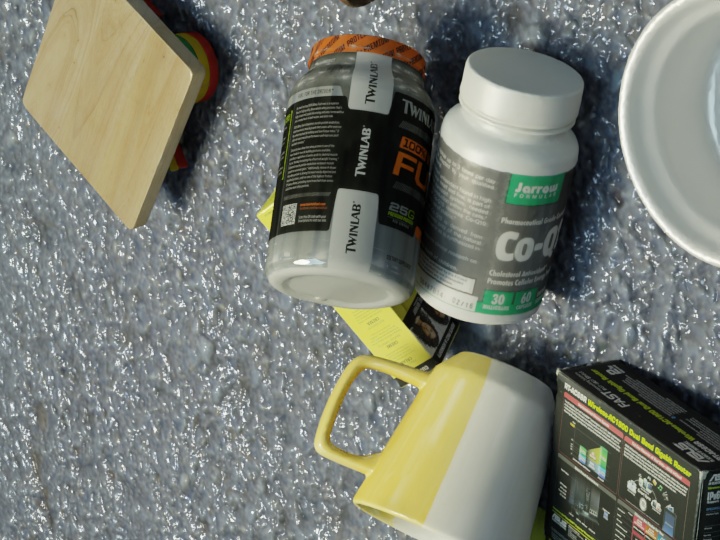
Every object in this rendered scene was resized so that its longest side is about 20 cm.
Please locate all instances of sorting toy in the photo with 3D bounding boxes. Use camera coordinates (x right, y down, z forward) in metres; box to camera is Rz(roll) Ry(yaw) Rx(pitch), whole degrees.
[{"bbox_3d":[-0.226,-0.183,1.914,0.199,0.069,0.201,47,131,25],"label":"sorting toy"}]

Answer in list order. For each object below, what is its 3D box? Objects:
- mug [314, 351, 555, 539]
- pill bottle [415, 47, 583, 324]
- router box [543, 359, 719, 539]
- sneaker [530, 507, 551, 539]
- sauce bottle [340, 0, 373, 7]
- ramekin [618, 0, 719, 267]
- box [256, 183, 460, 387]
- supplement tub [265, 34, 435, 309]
[{"bbox_3d":[0.078,0.145,1.607,0.149,0.186,0.154,11,73,54],"label":"mug"},{"bbox_3d":[0.111,-0.068,1.567,0.113,0.113,0.201,32,125,35],"label":"pill bottle"},{"bbox_3d":[0.224,0.176,1.528,0.200,0.062,0.151,37,130,55],"label":"router box"},{"bbox_3d":[0.116,0.283,1.710,0.083,0.074,0.201,33,116,32],"label":"sneaker"},{"bbox_3d":[-0.048,-0.312,1.689,0.200,0.066,0.066,48,132,25],"label":"sauce bottle"},{"bbox_3d":[0.289,-0.107,1.380,0.200,0.097,0.202,16,114,42],"label":"ramekin"},{"bbox_3d":[0.000,0.000,1.674,0.050,0.075,0.200,-31,105,32],"label":"box"},{"bbox_3d":[-0.006,-0.079,1.569,0.122,0.122,0.201,-9,69,47],"label":"supplement tub"}]
